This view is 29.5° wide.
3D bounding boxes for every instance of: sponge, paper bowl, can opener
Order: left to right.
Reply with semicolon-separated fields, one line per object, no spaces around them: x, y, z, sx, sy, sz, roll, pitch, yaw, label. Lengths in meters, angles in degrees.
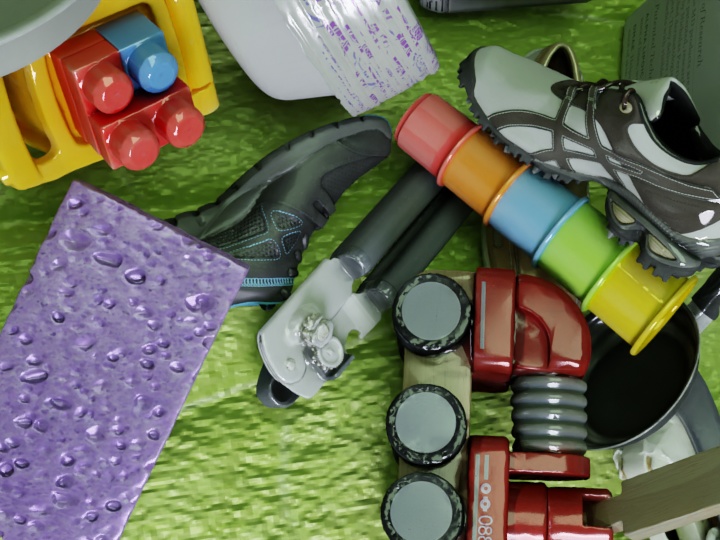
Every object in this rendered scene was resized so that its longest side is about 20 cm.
-0.154;0.062;0.773;0.111;0.030;0.201;26;91;-5;sponge
-0.042;-0.182;0.800;0.104;0.201;0.201;-29;84;7;paper bowl
0.000;0.000;0.846;0.200;0.066;0.053;-48;110;-28;can opener

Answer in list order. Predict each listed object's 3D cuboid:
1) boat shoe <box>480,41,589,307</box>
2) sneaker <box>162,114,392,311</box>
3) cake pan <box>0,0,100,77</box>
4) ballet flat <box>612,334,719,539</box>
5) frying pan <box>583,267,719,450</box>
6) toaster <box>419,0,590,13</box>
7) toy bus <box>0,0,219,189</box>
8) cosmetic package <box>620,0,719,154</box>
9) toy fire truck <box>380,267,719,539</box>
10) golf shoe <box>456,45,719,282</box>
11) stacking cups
0.119;-0.050;0.878;0.071;0.076;0.201;1;77;-16;boat shoe
-0.056;-0.023;0.836;0.200;0.073;0.082;-35;92;-10;sneaker
-0.213;-0.167;0.696;0.199;0.037;0.201;-2;55;2;cake pan
0.198;0.139;0.851;0.073;0.073;0.201;-13;82;-17;ballet flat
0.186;0.034;0.855;0.031;0.115;0.190;41;81;-32;frying pan
0.096;-0.236;0.874;0.128;0.200;0.114;-6;76;2;toaster
-0.176;-0.109;0.745;0.199;0.136;0.192;-26;44;-18;toy bus
0.275;-0.108;0.868;0.164;0.200;0.166;11;74;-12;cosmetic package
0.115;0.089;0.786;0.199;0.129;0.177;3;74;4;toy fire truck
0.145;-0.087;0.789;0.200;0.095;0.078;41;40;22;golf shoe
0.109;-0.037;0.826;0.200;0.061;0.060;42;69;16;stacking cups
